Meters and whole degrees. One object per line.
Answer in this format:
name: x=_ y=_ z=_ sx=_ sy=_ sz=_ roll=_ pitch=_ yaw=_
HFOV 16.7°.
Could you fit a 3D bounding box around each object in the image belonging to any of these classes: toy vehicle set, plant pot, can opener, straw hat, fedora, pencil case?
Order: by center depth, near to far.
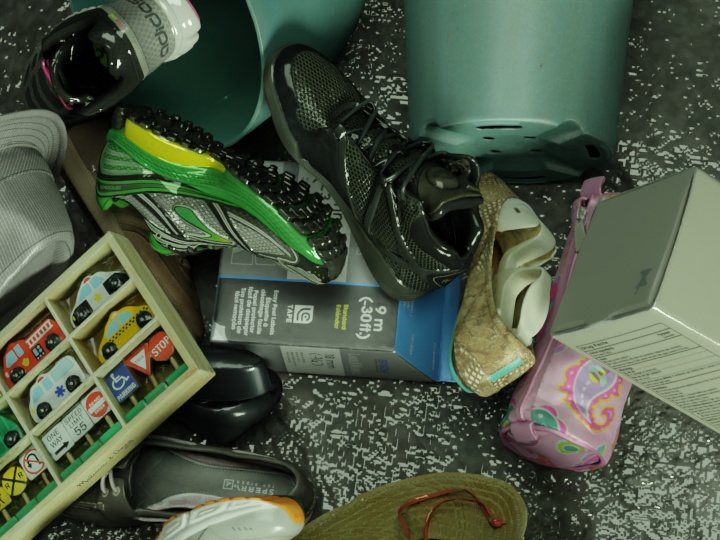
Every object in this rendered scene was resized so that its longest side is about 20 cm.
straw hat: x=0.032 y=0.224 z=1.641 sx=0.200 sy=0.085 sz=0.201 roll=-15 pitch=24 yaw=7
toy vehicle set: x=-0.207 y=0.086 z=1.703 sx=0.200 sy=0.026 sz=0.124 roll=-42 pitch=67 yaw=13
fedora: x=-0.262 y=-0.011 z=1.714 sx=0.090 sy=0.177 sz=0.200 roll=50 pitch=116 yaw=15
pencil case: x=0.160 y=0.039 z=1.716 sx=0.087 sy=0.088 sz=0.201 roll=15 pitch=71 yaw=10
can opener: x=-0.151 y=0.078 z=1.736 sx=0.199 sy=0.079 sz=0.063 roll=2 pitch=29 yaw=19
plant pot: x=0.113 y=-0.177 z=1.764 sx=0.199 sy=0.200 sz=0.197 roll=1 pitch=75 yaw=4
plant pot: x=-0.088 y=-0.210 z=1.785 sx=0.200 sy=0.201 sz=0.161 roll=42 pitch=50 yaw=19

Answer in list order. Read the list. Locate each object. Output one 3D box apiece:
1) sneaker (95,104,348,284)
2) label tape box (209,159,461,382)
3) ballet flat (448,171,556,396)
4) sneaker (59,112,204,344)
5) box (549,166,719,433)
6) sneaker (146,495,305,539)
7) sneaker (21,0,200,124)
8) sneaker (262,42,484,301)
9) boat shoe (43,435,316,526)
sneaker: x=-0.097 y=-0.041 z=1.718 sx=0.199 sy=0.078 sz=0.086 roll=28 pitch=107 yaw=20
label tape box: x=0.000 y=0.000 z=1.757 sx=0.199 sy=0.063 sz=0.145 roll=3 pitch=68 yaw=6
ballet flat: x=0.107 y=0.003 z=1.710 sx=0.065 sy=0.071 sz=0.201 roll=-21 pitch=42 yaw=29
sneaker: x=-0.152 y=-0.035 z=1.779 sx=0.075 sy=0.071 sz=0.200 roll=-29 pitch=69 yaw=-10
box: x=0.251 y=0.033 z=1.646 sx=0.199 sy=0.128 sz=0.109 roll=30 pitch=68 yaw=-21
sneaker: x=-0.111 y=0.214 z=1.645 sx=0.199 sy=0.076 sz=0.092 roll=-27 pitch=72 yaw=29
sneaker: x=-0.199 y=-0.147 z=1.746 sx=0.087 sy=0.200 sz=0.074 roll=-33 pitch=97 yaw=-39
sneaker: x=0.018 y=-0.079 z=1.669 sx=0.076 sy=0.114 sz=0.200 roll=-35 pitch=96 yaw=-37
boat shoe: x=-0.129 y=0.145 z=1.707 sx=0.199 sy=0.057 sz=0.067 roll=4 pitch=69 yaw=6
